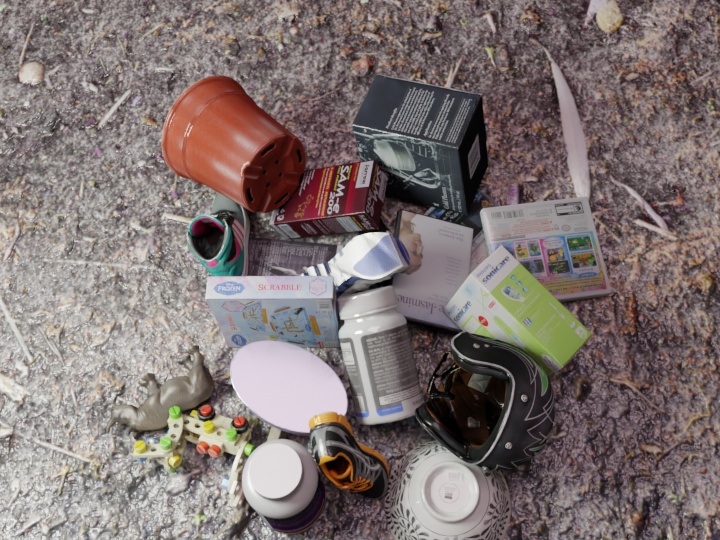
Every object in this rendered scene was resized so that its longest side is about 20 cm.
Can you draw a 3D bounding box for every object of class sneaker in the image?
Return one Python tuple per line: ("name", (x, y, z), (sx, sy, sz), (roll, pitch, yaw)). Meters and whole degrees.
("sneaker", (-0.252, -0.076, 1.519), (0.083, 0.121, 0.202), (-17, 59, 11))
("sneaker", (-0.001, 0.000, 1.457), (0.198, 0.115, 0.081), (-25, 76, 25))
("sneaker", (-0.019, 0.297, 1.305), (0.078, 0.200, 0.078), (-25, 39, 18))

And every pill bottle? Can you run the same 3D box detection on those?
("pill bottle", (0.028, 0.133, 1.380), (0.112, 0.114, 0.203), (-12, 91, -3))
("pill bottle", (-0.113, 0.319, 1.288), (0.111, 0.201, 0.114), (-1, 64, 2))

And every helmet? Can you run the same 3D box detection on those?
("helmet", (0.198, 0.201, 1.302), (0.190, 0.201, 0.201), (32, 70, 19))

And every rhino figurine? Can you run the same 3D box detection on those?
("rhino figurine", (-0.331, 0.212, 1.428), (0.199, 0.060, 0.088), (-32, 78, -8))

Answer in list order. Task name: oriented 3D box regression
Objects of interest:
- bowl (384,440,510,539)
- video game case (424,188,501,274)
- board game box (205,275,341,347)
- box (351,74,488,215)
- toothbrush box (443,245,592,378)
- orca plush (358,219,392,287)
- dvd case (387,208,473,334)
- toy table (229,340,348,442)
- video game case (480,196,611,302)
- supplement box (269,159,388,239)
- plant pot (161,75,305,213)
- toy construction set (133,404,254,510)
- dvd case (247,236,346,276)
("bowl", (0.136, 0.346, 1.323), (0.198, 0.094, 0.203), (-1, 65, 2))
("video game case", (0.185, -0.049, 1.549), (0.181, 0.023, 0.200), (39, 73, 18))
("board game box", (-0.134, 0.070, 1.409), (0.196, 0.201, 0.042), (0, 62, 2))
("box", (0.109, -0.219, 1.519), (0.194, 0.201, 0.125), (17, 65, 21))
("toothbrush box", (0.247, 0.083, 1.391), (0.086, 0.146, 0.200), (-39, 80, -26))
("orca plush", (0.037, -0.050, 1.510), (0.104, 0.071, 0.203), (-9, 73, 16))
("dvd case", (0.118, 0.001, 1.484), (0.141, 0.018, 0.202), (14, 66, -11))
("toy table", (-0.109, 0.201, 1.391), (0.199, 0.117, 0.184), (36, 71, 17))
("video game case", (0.321, -0.032, 1.515), (0.197, 0.024, 0.184), (-7, 71, -7))
("supplement box", (-0.056, -0.123, 1.531), (0.198, 0.061, 0.110), (-5, 61, 29))
("plant pot", (-0.212, -0.209, 1.524), (0.195, 0.202, 0.201), (36, 70, 31))
("toy construction set", (-0.245, 0.285, 1.371), (0.198, 0.093, 0.132), (26, 44, 6))
("dvd case", (-0.127, 0.016, 1.536), (0.197, 0.016, 0.150), (5, 64, 6))
